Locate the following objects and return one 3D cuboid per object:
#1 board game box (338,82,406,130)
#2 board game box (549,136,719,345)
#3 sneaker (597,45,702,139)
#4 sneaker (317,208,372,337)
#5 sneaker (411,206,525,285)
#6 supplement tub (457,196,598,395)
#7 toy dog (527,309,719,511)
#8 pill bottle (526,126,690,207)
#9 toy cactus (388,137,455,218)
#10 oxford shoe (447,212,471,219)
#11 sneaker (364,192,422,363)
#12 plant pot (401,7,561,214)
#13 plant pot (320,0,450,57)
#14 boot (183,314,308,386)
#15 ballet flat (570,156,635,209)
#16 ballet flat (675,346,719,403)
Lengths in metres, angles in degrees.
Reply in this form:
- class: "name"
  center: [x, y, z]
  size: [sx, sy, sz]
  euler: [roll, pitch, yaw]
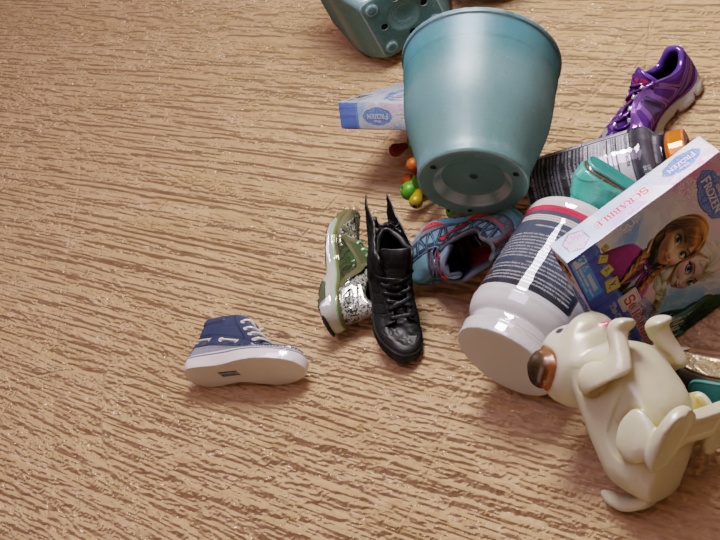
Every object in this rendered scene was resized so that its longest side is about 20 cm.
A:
- class: "board game box"
  center: [0.107, -0.238, 1.867]
  size: [0.198, 0.044, 0.200]
  euler: [5, 20, 40]
- class: "board game box"
  center: [0.326, -0.012, 1.433]
  size: [0.199, 0.200, 0.041]
  euler: [-37, 40, -1]
- class: "sneaker"
  center: [0.358, -0.213, 1.709]
  size: [0.080, 0.084, 0.200]
  euler: [22, 66, 47]
- class: "sneaker"
  center: [0.000, 0.000, 1.769]
  size: [0.088, 0.077, 0.201]
  euler: [-6, 51, 14]
- class: "sneaker"
  center: [0.113, -0.024, 1.646]
  size: [0.200, 0.080, 0.095]
  euler: [-25, 8, 44]
- class: "supplement tub"
  center: [0.213, 0.028, 1.519]
  size: [0.140, 0.141, 0.200]
  euler: [11, 57, 42]
- class: "toy dog"
  center: [0.270, 0.127, 1.360]
  size: [0.139, 0.195, 0.200]
  euler: [-16, 47, -33]
- class: "pill bottle"
  center: [0.310, -0.112, 1.621]
  size: [0.199, 0.106, 0.107]
  euler: [-15, 42, 22]
- class: "toy cactus"
  center: [0.125, -0.150, 1.816]
  size: [0.164, 0.103, 0.200]
  euler: [-24, 30, -2]
- class: "oxford shoe"
  center: [0.174, -0.121, 1.708]
  size: [0.075, 0.070, 0.201]
  euler: [29, 82, 7]
- class: "sneaker"
  center: [0.039, 0.009, 1.660]
  size: [0.060, 0.104, 0.201]
  euler: [-7, 53, -10]
- class: "plant pot"
  center: [0.140, -0.180, 1.600]
  size: [0.199, 0.200, 0.189]
  euler: [-10, 55, 28]
- class: "plant pot"
  center: [0.035, -0.457, 2.116]
  size: [0.196, 0.196, 0.200]
  euler: [-31, 47, 4]
- class: "boot"
  center: [-0.146, 0.098, 1.756]
  size: [0.199, 0.073, 0.091]
  euler: [-5, 53, 33]
- class: "ballet flat"
  center: [0.333, -0.061, 1.546]
  size: [0.071, 0.199, 0.067]
  euler: [-62, 2, 30]
- class: "ballet flat"
  center: [0.354, 0.115, 1.404]
  size: [0.199, 0.071, 0.065]
  euler: [16, 34, 41]
